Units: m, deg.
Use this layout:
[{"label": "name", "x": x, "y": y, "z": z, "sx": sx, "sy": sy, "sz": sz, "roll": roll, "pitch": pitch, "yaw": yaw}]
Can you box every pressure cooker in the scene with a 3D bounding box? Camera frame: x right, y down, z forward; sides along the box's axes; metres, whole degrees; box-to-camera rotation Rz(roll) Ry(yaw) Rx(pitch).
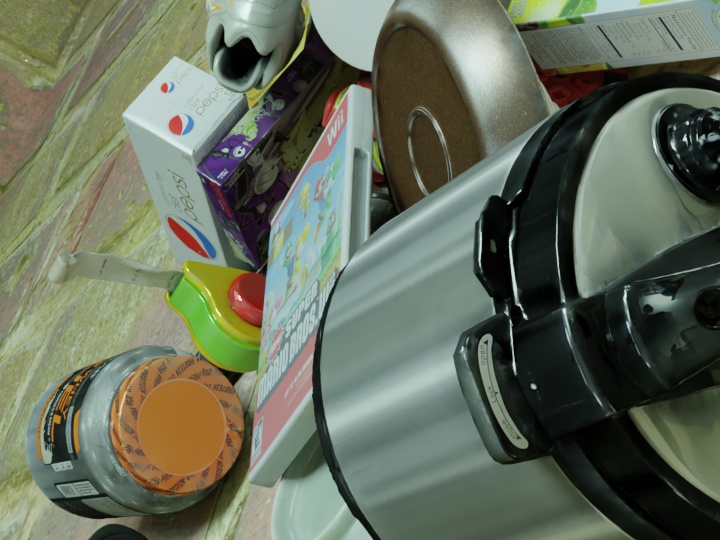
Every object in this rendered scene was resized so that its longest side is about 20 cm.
[{"label": "pressure cooker", "x": 0.094, "y": 0.027, "z": 0.505, "sx": 0.200, "sy": 0.178, "sz": 0.177, "roll": -32, "pitch": 31, "yaw": 52}]

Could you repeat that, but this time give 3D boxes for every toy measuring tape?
[{"label": "toy measuring tape", "x": -0.116, "y": 0.031, "z": 0.973, "sx": 0.073, "sy": 0.199, "sz": 0.074, "roll": -23, "pitch": 62, "yaw": 53}]

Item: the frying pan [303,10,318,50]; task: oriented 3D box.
[{"label": "frying pan", "x": -0.037, "y": -0.138, "z": 1.063, "sx": 0.115, "sy": 0.031, "sz": 0.192, "roll": 97, "pitch": -177, "yaw": -74}]

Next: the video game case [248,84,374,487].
[{"label": "video game case", "x": -0.029, "y": 0.008, "z": 0.829, "sx": 0.143, "sy": 0.017, "sz": 0.201, "roll": 124, "pitch": 156, "yaw": -46}]

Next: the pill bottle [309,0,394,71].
[{"label": "pill bottle", "x": 0.047, "y": -0.211, "z": 0.945, "sx": 0.112, "sy": 0.112, "sz": 0.200, "roll": -40, "pitch": 6, "yaw": 41}]

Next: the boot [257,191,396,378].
[{"label": "boot", "x": 0.000, "y": 0.000, "z": 0.909, "sx": 0.200, "sy": 0.067, "sz": 0.132, "roll": -32, "pitch": 36, "yaw": 55}]

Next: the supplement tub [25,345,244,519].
[{"label": "supplement tub", "x": -0.170, "y": 0.124, "z": 1.058, "sx": 0.200, "sy": 0.122, "sz": 0.123, "roll": -20, "pitch": 43, "yaw": 58}]

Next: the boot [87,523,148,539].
[{"label": "boot", "x": -0.214, "y": 0.294, "z": 1.002, "sx": 0.154, "sy": 0.073, "sz": 0.204, "roll": -49, "pitch": 21, "yaw": 33}]

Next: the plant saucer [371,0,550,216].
[{"label": "plant saucer", "x": 0.049, "y": -0.063, "z": 0.754, "sx": 0.200, "sy": 0.032, "sz": 0.202, "roll": 165, "pitch": 90, "yaw": -73}]

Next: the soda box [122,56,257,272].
[{"label": "soda box", "x": -0.115, "y": -0.065, "z": 1.053, "sx": 0.064, "sy": 0.068, "sz": 0.201, "roll": -52, "pitch": -22, "yaw": -23}]

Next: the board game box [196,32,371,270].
[{"label": "board game box", "x": -0.035, "y": -0.107, "z": 1.030, "sx": 0.200, "sy": 0.032, "sz": 0.120, "roll": -51, "pitch": -21, "yaw": -17}]

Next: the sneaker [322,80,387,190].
[{"label": "sneaker", "x": 0.018, "y": -0.097, "z": 0.939, "sx": 0.200, "sy": 0.084, "sz": 0.078, "roll": 146, "pitch": 145, "yaw": -73}]

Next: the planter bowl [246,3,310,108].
[{"label": "planter bowl", "x": -0.040, "y": -0.165, "z": 1.197, "sx": 0.201, "sy": 0.083, "sz": 0.201, "roll": -50, "pitch": 21, "yaw": 28}]

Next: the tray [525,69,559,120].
[{"label": "tray", "x": 0.076, "y": -0.047, "z": 0.777, "sx": 0.022, "sy": 0.108, "sz": 0.200, "roll": -19, "pitch": 5, "yaw": -17}]

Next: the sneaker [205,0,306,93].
[{"label": "sneaker", "x": -0.080, "y": -0.158, "z": 0.962, "sx": 0.200, "sy": 0.075, "sz": 0.093, "roll": 117, "pitch": 170, "yaw": -77}]

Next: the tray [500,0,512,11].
[{"label": "tray", "x": 0.100, "y": -0.221, "z": 0.803, "sx": 0.022, "sy": 0.108, "sz": 0.200, "roll": 0, "pitch": 36, "yaw": 41}]

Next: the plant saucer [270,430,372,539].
[{"label": "plant saucer", "x": -0.001, "y": 0.120, "z": 0.779, "sx": 0.200, "sy": 0.050, "sz": 0.201, "roll": -47, "pitch": 24, "yaw": 28}]

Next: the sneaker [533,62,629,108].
[{"label": "sneaker", "x": 0.111, "y": -0.121, "z": 0.847, "sx": 0.096, "sy": 0.079, "sz": 0.201, "roll": 102, "pitch": 174, "yaw": -52}]

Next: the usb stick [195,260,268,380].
[{"label": "usb stick", "x": -0.080, "y": 0.027, "z": 1.107, "sx": 0.200, "sy": 0.032, "sz": 0.056, "roll": -52, "pitch": 23, "yaw": 21}]

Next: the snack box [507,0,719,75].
[{"label": "snack box", "x": 0.174, "y": -0.204, "z": 0.754, "sx": 0.141, "sy": 0.053, "sz": 0.201, "roll": 0, "pitch": 59, "yaw": 41}]
